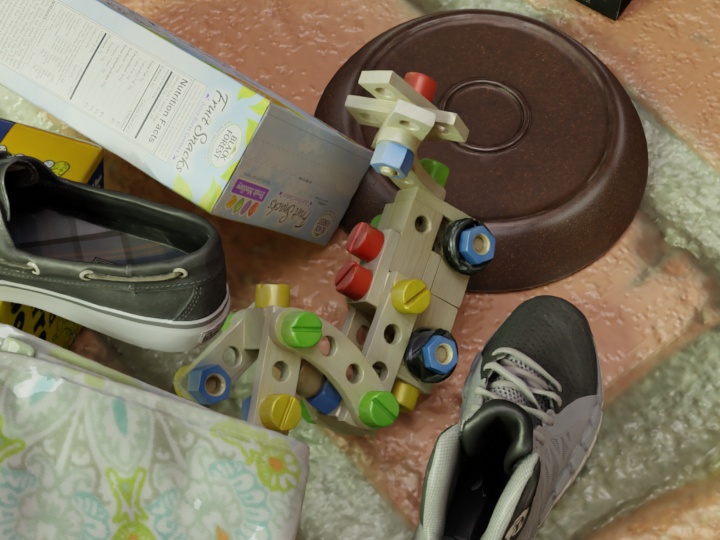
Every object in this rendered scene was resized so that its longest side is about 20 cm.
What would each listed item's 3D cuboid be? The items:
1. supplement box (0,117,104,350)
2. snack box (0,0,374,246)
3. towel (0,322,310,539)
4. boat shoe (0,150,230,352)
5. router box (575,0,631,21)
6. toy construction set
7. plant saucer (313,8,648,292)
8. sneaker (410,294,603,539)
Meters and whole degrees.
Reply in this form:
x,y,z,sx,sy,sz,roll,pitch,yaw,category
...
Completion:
x,y,z,sx,sy,sz,roll,pitch,yaw,category
-0.212,0.025,0.831,0.109,0.109,0.201,16,45,7,supplement box
-0.110,-0.093,0.893,0.199,0.169,0.068,30,95,19,snack box
-0.115,0.139,0.707,0.170,0.048,0.201,22,65,-20,towel
-0.153,-0.021,0.761,0.199,0.067,0.070,19,45,9,boat shoe
0.195,-0.275,1.030,0.052,0.158,0.200,30,61,16,router box
0.000,0.000,0.858,0.131,0.092,0.201,27,88,-26,toy construction set
0.070,-0.081,0.976,0.199,0.035,0.201,1,58,-1,plant saucer
0.078,0.076,0.826,0.075,0.116,0.201,18,59,9,sneaker
